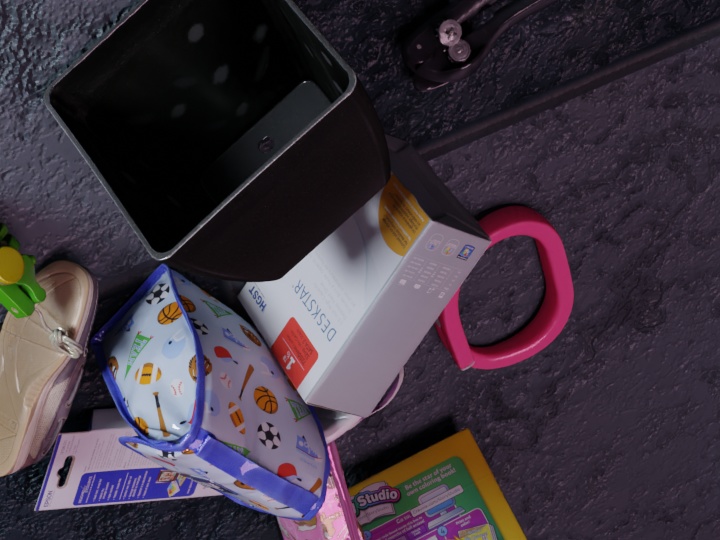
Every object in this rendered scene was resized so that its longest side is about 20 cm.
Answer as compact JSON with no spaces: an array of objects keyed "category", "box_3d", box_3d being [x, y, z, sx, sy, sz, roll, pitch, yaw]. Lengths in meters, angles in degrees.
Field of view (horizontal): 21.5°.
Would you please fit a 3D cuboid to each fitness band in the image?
[{"category":"fitness band","box_3d":[0.139,0.023,1.854,0.143,0.037,0.200,-29,138,-9]}]

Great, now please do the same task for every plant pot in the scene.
[{"category":"plant pot","box_3d":[-0.091,-0.105,1.490,0.200,0.200,0.177,-41,148,4]}]

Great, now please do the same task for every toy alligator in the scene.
[{"category":"toy alligator","box_3d":[-0.288,-0.006,1.523,0.200,0.059,0.054,42,55,-32]}]

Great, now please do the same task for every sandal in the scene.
[{"category":"sandal","box_3d":[0.005,0.107,1.741,0.050,0.082,0.203,60,42,-22]}]

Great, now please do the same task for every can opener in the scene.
[{"category":"can opener","box_3d":[0.119,-0.227,1.620,0.200,0.079,0.063,-39,99,-3]}]

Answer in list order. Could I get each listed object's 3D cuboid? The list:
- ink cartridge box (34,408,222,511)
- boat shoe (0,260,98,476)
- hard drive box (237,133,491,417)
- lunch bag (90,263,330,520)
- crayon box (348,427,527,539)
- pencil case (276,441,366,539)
[{"category":"ink cartridge box","box_3d":[-0.204,0.171,1.758,0.199,0.037,0.095,-2,128,-35]},{"category":"boat shoe","box_3d":[-0.269,0.082,1.618,0.065,0.072,0.201,-4,119,-62]},{"category":"hard drive box","box_3d":[0.000,0.000,1.656,0.077,0.156,0.200,16,115,-41]},{"category":"lunch bag","box_3d":[-0.125,0.120,1.631,0.124,0.200,0.170,-47,130,11]},{"category":"crayon box","box_3d":[0.059,0.283,1.925,0.199,0.173,0.058,-25,166,-12]},{"category":"pencil case","box_3d":[-0.044,0.222,1.820,0.082,0.087,0.201,-18,110,-8]}]
